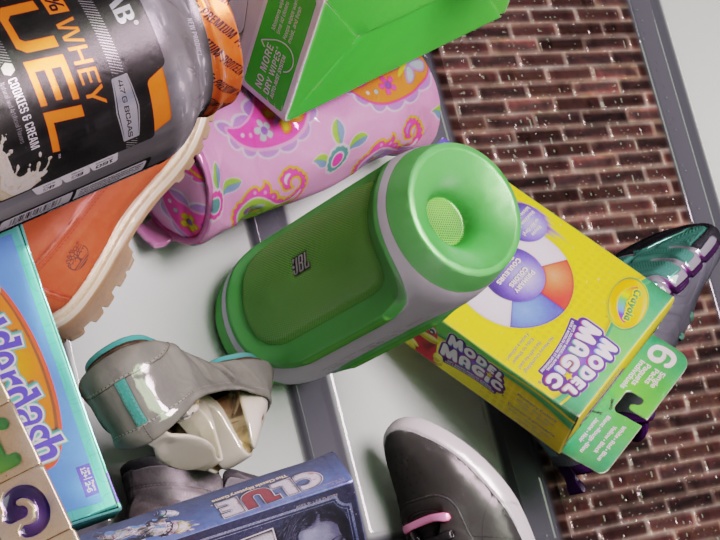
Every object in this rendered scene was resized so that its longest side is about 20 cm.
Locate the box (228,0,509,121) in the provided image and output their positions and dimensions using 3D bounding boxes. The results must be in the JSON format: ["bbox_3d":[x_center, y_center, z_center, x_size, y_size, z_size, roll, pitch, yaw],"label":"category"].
[{"bbox_3d":[-0.026,-0.200,1.358,0.176,0.097,0.199,42,46,21],"label":"box"}]

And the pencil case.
[{"bbox_3d":[-0.046,-0.078,1.352,0.199,0.087,0.088,-26,87,-38],"label":"pencil case"}]

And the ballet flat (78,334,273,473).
[{"bbox_3d":[-0.086,0.078,1.220,0.064,0.067,0.200,59,12,16],"label":"ballet flat"}]

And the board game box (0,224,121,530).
[{"bbox_3d":[-0.234,0.080,1.129,0.199,0.045,0.153,-18,82,-13],"label":"board game box"}]

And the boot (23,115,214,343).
[{"bbox_3d":[-0.147,-0.072,1.230,0.107,0.075,0.201,40,71,-46],"label":"boot"}]

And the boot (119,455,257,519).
[{"bbox_3d":[-0.045,0.179,1.260,0.199,0.070,0.132,28,52,-29],"label":"boot"}]

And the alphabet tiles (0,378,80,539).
[{"bbox_3d":[-0.245,0.120,1.086,0.199,0.008,0.168,-26,82,-11],"label":"alphabet tiles"}]

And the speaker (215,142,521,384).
[{"bbox_3d":[0.000,0.000,1.274,0.088,0.200,0.089,14,64,-30],"label":"speaker"}]

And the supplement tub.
[{"bbox_3d":[-0.164,-0.088,1.125,0.199,0.122,0.123,-26,88,-25],"label":"supplement tub"}]

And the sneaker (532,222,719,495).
[{"bbox_3d":[0.168,0.052,1.469,0.200,0.074,0.088,-40,112,-30],"label":"sneaker"}]

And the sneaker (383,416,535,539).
[{"bbox_3d":[0.052,0.185,1.319,0.099,0.071,0.201,-32,96,-44],"label":"sneaker"}]

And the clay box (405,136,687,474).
[{"bbox_3d":[0.094,0.020,1.380,0.199,0.048,0.115,34,55,12],"label":"clay box"}]

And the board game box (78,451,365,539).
[{"bbox_3d":[-0.088,0.183,1.150,0.199,0.035,0.136,-18,116,-11],"label":"board game box"}]
